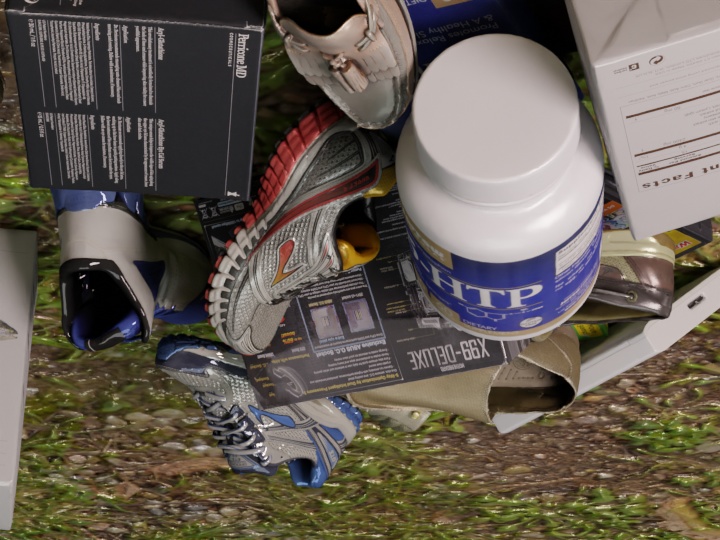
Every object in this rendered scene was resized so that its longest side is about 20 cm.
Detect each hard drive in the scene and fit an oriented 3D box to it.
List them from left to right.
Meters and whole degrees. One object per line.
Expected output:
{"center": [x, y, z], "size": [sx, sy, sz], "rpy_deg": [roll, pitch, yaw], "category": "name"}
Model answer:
{"center": [0.203, 0.062, 1.411], "size": [0.132, 0.026, 0.200], "rpy_deg": [-31, 177, -39], "category": "hard drive"}

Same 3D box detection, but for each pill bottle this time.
{"center": [0.081, -0.048, 1.033], "size": [0.119, 0.120, 0.200], "rpy_deg": [-3, 156, 6], "category": "pill bottle"}

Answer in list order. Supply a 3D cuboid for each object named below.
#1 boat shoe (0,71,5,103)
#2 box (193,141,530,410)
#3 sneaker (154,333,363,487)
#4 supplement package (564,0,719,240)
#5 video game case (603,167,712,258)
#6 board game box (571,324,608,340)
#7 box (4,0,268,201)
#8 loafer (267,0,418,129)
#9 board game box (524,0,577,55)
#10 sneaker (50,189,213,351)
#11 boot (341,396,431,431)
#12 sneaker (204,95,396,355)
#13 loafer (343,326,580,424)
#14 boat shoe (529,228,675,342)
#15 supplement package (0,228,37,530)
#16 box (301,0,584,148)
{"center": [-0.253, -0.103, 1.101], "size": [0.064, 0.072, 0.200], "rpy_deg": [5, 153, -8], "category": "boat shoe"}
{"center": [0.000, 0.000, 1.216], "size": [0.199, 0.159, 0.050], "rpy_deg": [-13, -171, 27], "category": "box"}
{"center": [-0.080, 0.111, 1.347], "size": [0.200, 0.086, 0.077], "rpy_deg": [31, 166, -38], "category": "sneaker"}
{"center": [0.179, -0.125, 0.973], "size": [0.119, 0.122, 0.200], "rpy_deg": [-16, 153, 7], "category": "supplement package"}
{"center": [0.125, -0.023, 1.319], "size": [0.180, 0.026, 0.200], "rpy_deg": [21, 147, -36], "category": "video game case"}
{"center": [0.097, 0.009, 1.322], "size": [0.134, 0.029, 0.200], "rpy_deg": [-8, 153, 18], "category": "board game box"}
{"center": [-0.128, -0.122, 1.051], "size": [0.140, 0.079, 0.200], "rpy_deg": [6, 154, -4], "category": "box"}
{"center": [-0.025, -0.148, 0.931], "size": [0.071, 0.063, 0.201], "rpy_deg": [-7, 129, 21], "category": "loafer"}
{"center": [0.056, -0.172, 1.008], "size": [0.104, 0.024, 0.200], "rpy_deg": [-7, 154, 21], "category": "board game box"}
{"center": [-0.174, 0.015, 1.297], "size": [0.080, 0.116, 0.200], "rpy_deg": [-7, 154, 16], "category": "sneaker"}
{"center": [0.000, 0.056, 1.373], "size": [0.154, 0.072, 0.200], "rpy_deg": [30, 156, -4], "category": "boot"}
{"center": [-0.037, -0.013, 1.146], "size": [0.082, 0.078, 0.200], "rpy_deg": [37, 129, 10], "category": "sneaker"}
{"center": [0.075, 0.072, 1.310], "size": [0.199, 0.068, 0.076], "rpy_deg": [-5, 124, -14], "category": "loafer"}
{"center": [0.118, 0.016, 1.228], "size": [0.199, 0.065, 0.073], "rpy_deg": [-10, 154, 22], "category": "boat shoe"}
{"center": [-0.307, 0.078, 1.331], "size": [0.116, 0.201, 0.117], "rpy_deg": [4, 155, -9], "category": "supplement package"}
{"center": [0.050, -0.124, 1.051], "size": [0.120, 0.033, 0.200], "rpy_deg": [-10, 154, 22], "category": "box"}
